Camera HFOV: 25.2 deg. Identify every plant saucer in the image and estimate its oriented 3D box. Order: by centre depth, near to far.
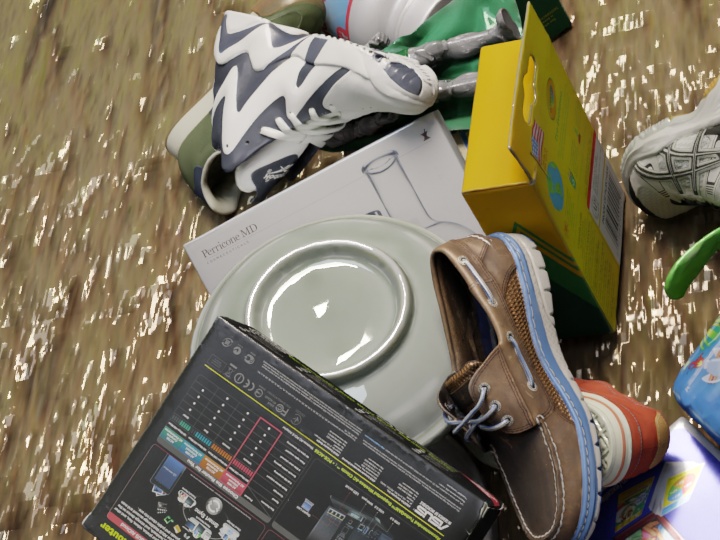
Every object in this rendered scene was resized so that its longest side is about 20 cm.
[{"bbox_3d":[-0.017,0.035,1.022,0.200,0.050,0.200,-6,54,9],"label":"plant saucer"}]

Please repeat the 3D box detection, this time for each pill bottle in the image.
[{"bbox_3d":[0.011,-0.221,1.287,0.109,0.109,0.200,-48,49,-7],"label":"pill bottle"}]

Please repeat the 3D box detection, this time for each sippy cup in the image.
[{"bbox_3d":[0.261,0.058,0.958,0.130,0.140,0.178,-47,23,7],"label":"sippy cup"}]

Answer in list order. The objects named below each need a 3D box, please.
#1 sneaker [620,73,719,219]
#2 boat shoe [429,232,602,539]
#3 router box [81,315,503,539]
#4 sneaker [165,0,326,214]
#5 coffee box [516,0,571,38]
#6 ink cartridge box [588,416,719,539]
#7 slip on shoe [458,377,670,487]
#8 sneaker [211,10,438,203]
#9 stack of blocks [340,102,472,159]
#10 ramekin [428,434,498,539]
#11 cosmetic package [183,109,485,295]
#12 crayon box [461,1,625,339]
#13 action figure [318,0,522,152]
[{"bbox_3d":[0.231,-0.062,1.031,0.076,0.200,0.088,-7,73,-19],"label":"sneaker"},{"bbox_3d":[0.083,0.073,0.960,0.072,0.072,0.200,-45,52,50],"label":"boat shoe"},{"bbox_3d":[-0.039,0.143,0.936,0.200,0.062,0.150,34,92,16],"label":"router box"},{"bbox_3d":[-0.078,-0.126,1.268,0.200,0.067,0.090,-49,54,33],"label":"sneaker"},{"bbox_3d":[0.083,-0.263,1.217,0.044,0.200,0.123,-38,51,3],"label":"coffee box"},{"bbox_3d":[0.183,0.216,0.943,0.198,0.047,0.200,-40,51,-3],"label":"ink cartridge box"},{"bbox_3d":[0.120,0.094,1.030,0.200,0.061,0.074,12,101,59],"label":"slip on shoe"},{"bbox_3d":[-0.036,-0.102,1.135,0.199,0.079,0.130,20,100,34],"label":"sneaker"},{"bbox_3d":[0.021,-0.054,1.201,0.200,0.059,0.115,-29,50,9],"label":"stack of blocks"},{"bbox_3d":[-0.020,0.166,1.046,0.200,0.105,0.200,-14,53,20],"label":"ramekin"},{"bbox_3d":[0.000,0.000,1.125,0.200,0.052,0.151,-28,92,10],"label":"cosmetic package"},{"bbox_3d":[0.118,-0.062,1.054,0.051,0.200,0.127,-8,50,24],"label":"crayon box"},{"bbox_3d":[0.024,-0.135,1.177,0.200,0.055,0.118,-15,71,27],"label":"action figure"}]
